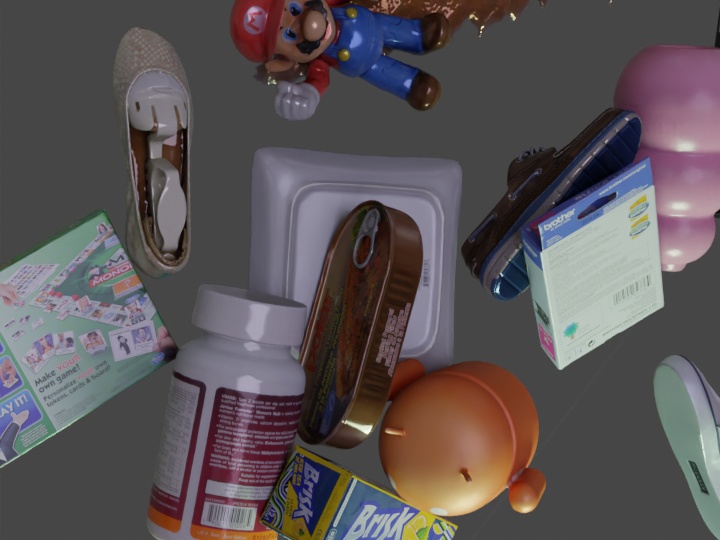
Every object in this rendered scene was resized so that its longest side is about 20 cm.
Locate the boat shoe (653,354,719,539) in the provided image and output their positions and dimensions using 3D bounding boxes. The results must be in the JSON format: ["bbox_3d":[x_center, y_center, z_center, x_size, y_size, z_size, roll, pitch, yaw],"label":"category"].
[{"bbox_3d":[0.348,0.157,1.389,0.085,0.074,0.204,-30,106,-17],"label":"boat shoe"}]

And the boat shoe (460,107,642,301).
[{"bbox_3d":[0.162,-0.072,1.279,0.200,0.072,0.072,-48,145,1],"label":"boat shoe"}]

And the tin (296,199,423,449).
[{"bbox_3d":[-0.003,0.045,1.183,0.041,0.112,0.203,16,89,-31],"label":"tin"}]

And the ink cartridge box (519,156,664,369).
[{"bbox_3d":[0.203,-0.011,1.273,0.118,0.042,0.201,-30,142,-10],"label":"ink cartridge box"}]

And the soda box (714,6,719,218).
[{"bbox_3d":[0.371,-0.148,1.384,0.070,0.063,0.203,8,91,-23],"label":"soda box"}]

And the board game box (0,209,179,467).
[{"bbox_3d":[-0.258,0.059,1.155,0.199,0.029,0.136,-31,104,-18],"label":"board game box"}]

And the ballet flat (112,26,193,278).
[{"bbox_3d":[-0.157,-0.095,1.169,0.067,0.062,0.203,-7,96,-25],"label":"ballet flat"}]

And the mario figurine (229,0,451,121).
[{"bbox_3d":[-0.013,-0.188,1.196,0.198,0.106,0.125,8,56,-30],"label":"mario figurine"}]

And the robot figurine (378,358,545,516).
[{"bbox_3d":[0.081,0.137,1.214,0.115,0.200,0.146,-18,87,18],"label":"robot figurine"}]

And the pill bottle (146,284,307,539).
[{"bbox_3d":[-0.103,0.119,1.174,0.108,0.109,0.203,10,93,-22],"label":"pill bottle"}]

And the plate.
[{"bbox_3d":[0.000,0.000,1.257,0.197,0.032,0.203,2,92,-23],"label":"plate"}]

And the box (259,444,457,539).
[{"bbox_3d":[0.003,0.208,1.202,0.200,0.064,0.071,36,78,-54],"label":"box"}]

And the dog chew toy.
[{"bbox_3d":[0.287,-0.101,1.326,0.123,0.124,0.203,-2,102,-22],"label":"dog chew toy"}]
